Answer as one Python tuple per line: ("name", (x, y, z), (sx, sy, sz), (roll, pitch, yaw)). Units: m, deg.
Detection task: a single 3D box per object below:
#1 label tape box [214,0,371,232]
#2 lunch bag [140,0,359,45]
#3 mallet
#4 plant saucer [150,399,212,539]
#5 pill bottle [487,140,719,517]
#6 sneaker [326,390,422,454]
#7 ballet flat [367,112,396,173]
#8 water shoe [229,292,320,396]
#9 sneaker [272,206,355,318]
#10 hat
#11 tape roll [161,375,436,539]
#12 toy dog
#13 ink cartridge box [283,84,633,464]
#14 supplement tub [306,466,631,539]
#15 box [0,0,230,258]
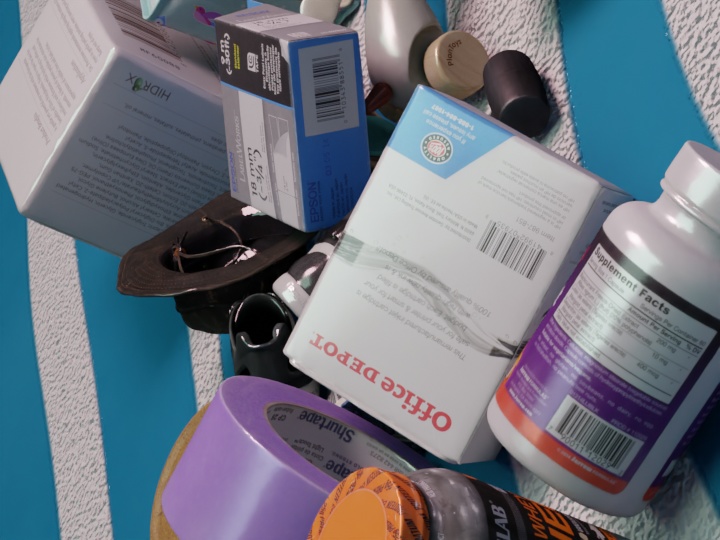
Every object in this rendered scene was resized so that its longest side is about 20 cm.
("label tape box", (-0.065, -0.122, 1.592), (0.200, 0.063, 0.145), (26, 125, 59))
("lunch bag", (-0.107, -0.287, 1.818), (0.122, 0.169, 0.201), (-49, 37, 31))
("mallet", (0.074, -0.062, 1.503), (0.201, 0.041, 0.066), (-60, 26, 22))
("plant saucer", (-0.107, 0.168, 1.566), (0.200, 0.035, 0.201), (-38, 40, 41))
("pill bottle", (0.168, 0.031, 1.198), (0.201, 0.111, 0.112), (-58, 30, 15))
("sneaker", (0.017, 0.079, 1.473), (0.201, 0.077, 0.085), (-55, 21, 7))
("ballet flat", (-0.011, -0.103, 1.660), (0.200, 0.068, 0.064), (-124, 34, -59))
("water shoe", (-0.061, 0.050, 1.525), (0.200, 0.071, 0.080), (-117, 16, -76))
("sneaker", (0.000, 0.000, 1.522), (0.112, 0.073, 0.200), (-42, -1, 0))
("hat", (-0.091, 0.001, 1.650), (0.199, 0.081, 0.201), (-19, 20, 7))
("tape roll", (-0.022, 0.155, 1.337), (0.085, 0.199, 0.200), (-61, 30, 11))
("toy dog", (0.005, -0.192, 1.567), (0.200, 0.096, 0.132), (50, 141, 17))
("ink cartridge box", (0.063, 0.004, 1.355), (0.145, 0.084, 0.201), (31, 98, 21))
("supplement tub", (0.072, 0.185, 1.159), (0.122, 0.199, 0.123), (-37, 41, 41))
("box", (-0.196, -0.124, 1.826), (0.172, 0.199, 0.199), (-56, 31, 15))
